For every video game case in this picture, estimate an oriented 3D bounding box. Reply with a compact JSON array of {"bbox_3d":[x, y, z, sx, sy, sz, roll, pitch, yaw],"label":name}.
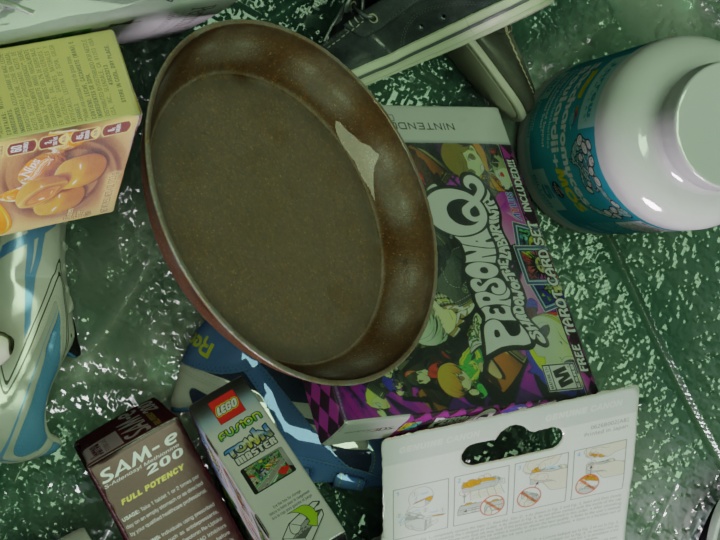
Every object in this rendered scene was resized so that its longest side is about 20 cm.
[{"bbox_3d":[0.032,-0.004,0.960,0.180,0.036,0.201,-2,64,-33],"label":"video game case"}]

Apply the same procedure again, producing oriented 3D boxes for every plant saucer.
[{"bbox_3d":[-0.040,-0.032,0.861,0.199,0.034,0.202,23,56,-38],"label":"plant saucer"}]

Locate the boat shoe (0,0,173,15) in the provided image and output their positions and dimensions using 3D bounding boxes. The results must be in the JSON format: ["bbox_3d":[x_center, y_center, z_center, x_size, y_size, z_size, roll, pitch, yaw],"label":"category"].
[{"bbox_3d":[-0.174,-0.151,0.749,0.199,0.075,0.062,16,87,-14],"label":"boat shoe"}]

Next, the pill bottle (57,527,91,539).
[{"bbox_3d":[-0.223,0.231,0.923,0.199,0.110,0.110,-27,97,-13],"label":"pill bottle"}]

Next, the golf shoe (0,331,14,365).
[{"bbox_3d":[-0.247,-0.026,0.915,0.096,0.078,0.202,-16,82,-1],"label":"golf shoe"}]

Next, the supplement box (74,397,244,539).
[{"bbox_3d":[-0.091,0.178,0.959,0.061,0.109,0.201,-29,98,-12],"label":"supplement box"}]

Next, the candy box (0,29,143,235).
[{"bbox_3d":[-0.218,-0.055,0.833,0.199,0.116,0.056,-14,71,-21],"label":"candy box"}]

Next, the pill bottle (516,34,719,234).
[{"bbox_3d":[0.174,-0.078,0.981,0.110,0.200,0.112,0,90,-15],"label":"pill bottle"}]

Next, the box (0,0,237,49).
[{"bbox_3d":[-0.177,-0.217,0.888,0.170,0.199,0.202,-14,96,-15],"label":"box"}]

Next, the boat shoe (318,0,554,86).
[{"bbox_3d":[0.017,-0.146,0.965,0.199,0.075,0.063,-21,99,30],"label":"boat shoe"}]

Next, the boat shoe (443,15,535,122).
[{"bbox_3d":[0.054,-0.184,1.018,0.057,0.067,0.200,-40,96,-7],"label":"boat shoe"}]

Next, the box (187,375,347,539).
[{"bbox_3d":[-0.037,0.154,0.914,0.035,0.201,0.110,-29,58,-12],"label":"box"}]

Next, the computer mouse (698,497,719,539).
[{"bbox_3d":[0.245,0.230,1.085,0.109,0.044,0.202,11,93,-10],"label":"computer mouse"}]

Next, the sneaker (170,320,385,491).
[{"bbox_3d":[-0.026,0.098,0.998,0.199,0.074,0.083,36,86,-6],"label":"sneaker"}]

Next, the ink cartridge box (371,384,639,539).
[{"bbox_3d":[0.078,0.152,0.988,0.161,0.050,0.201,-10,122,-15],"label":"ink cartridge box"}]

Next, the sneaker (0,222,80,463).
[{"bbox_3d":[-0.194,0.011,0.958,0.072,0.072,0.202,11,83,-41],"label":"sneaker"}]
